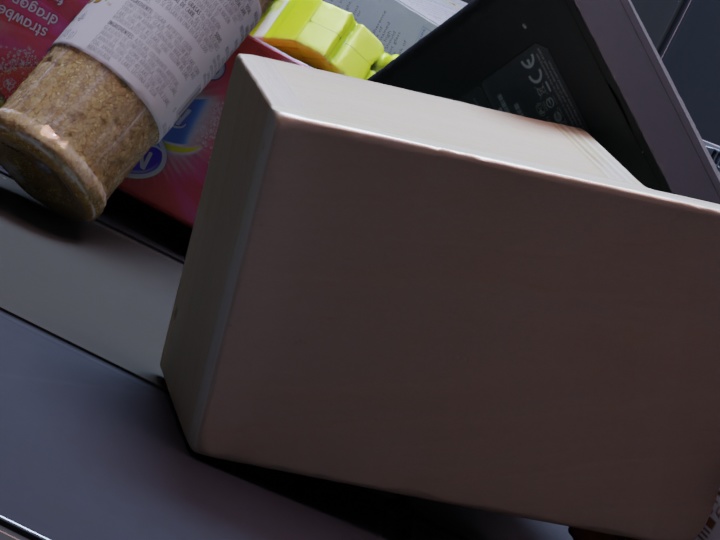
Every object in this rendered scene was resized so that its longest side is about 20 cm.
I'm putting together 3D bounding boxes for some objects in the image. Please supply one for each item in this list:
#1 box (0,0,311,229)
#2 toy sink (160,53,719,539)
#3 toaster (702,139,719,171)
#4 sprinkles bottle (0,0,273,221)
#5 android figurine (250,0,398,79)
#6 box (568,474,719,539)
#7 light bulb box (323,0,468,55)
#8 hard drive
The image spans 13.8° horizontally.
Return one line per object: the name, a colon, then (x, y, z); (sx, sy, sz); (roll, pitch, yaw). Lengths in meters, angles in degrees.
box: (-0.096, -0.082, 1.435); (0.199, 0.096, 0.100); (28, 1, 5)
toy sink: (0.039, 0.009, 1.117); (0.199, 0.131, 0.112); (11, 14, -13)
toaster: (0.274, -0.009, 2.038); (0.200, 0.114, 0.129); (30, 8, 31)
sprinkles bottle: (-0.086, -0.116, 1.346); (0.068, 0.200, 0.068); (33, -20, 14)
android figurine: (-0.042, -0.091, 1.542); (0.199, 0.041, 0.182); (5, -40, 37)
box: (0.226, 0.096, 1.150); (0.199, 0.166, 0.164); (20, 15, -37)
light bulb box: (0.051, -0.102, 1.882); (0.198, 0.125, 0.200); (19, 12, -37)
hard drive: (0.057, -0.033, 1.228); (0.033, 0.200, 0.140); (-22, 82, -41)
